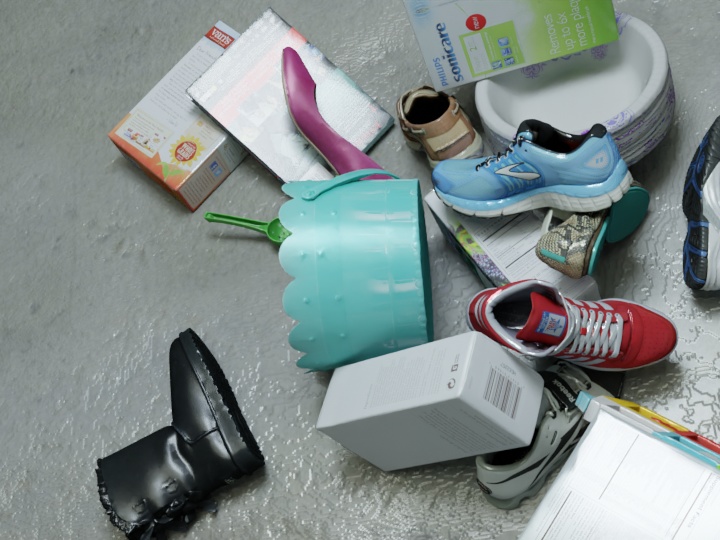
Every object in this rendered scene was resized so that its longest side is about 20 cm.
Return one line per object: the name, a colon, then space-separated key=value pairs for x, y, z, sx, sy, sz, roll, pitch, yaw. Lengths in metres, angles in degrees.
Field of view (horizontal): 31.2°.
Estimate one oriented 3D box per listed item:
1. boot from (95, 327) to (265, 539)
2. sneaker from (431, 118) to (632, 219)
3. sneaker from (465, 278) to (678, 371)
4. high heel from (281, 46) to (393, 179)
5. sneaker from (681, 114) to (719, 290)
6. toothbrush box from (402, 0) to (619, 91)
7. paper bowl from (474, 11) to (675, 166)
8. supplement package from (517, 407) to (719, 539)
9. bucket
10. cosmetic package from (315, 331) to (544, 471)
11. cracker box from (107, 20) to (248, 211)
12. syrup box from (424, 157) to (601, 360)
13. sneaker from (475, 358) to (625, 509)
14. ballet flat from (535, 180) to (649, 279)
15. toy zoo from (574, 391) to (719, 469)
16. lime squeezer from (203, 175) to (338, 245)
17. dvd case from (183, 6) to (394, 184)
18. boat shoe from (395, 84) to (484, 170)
boot: x=-0.202 y=0.174 z=1.342 sx=0.162 sy=0.073 sz=0.199 roll=-32 pitch=58 yaw=4
sneaker: x=0.159 y=-0.108 z=1.244 sx=0.199 sy=0.090 sz=0.078 roll=-4 pitch=32 yaw=29
sneaker: x=0.198 y=0.052 z=1.171 sx=0.199 sy=0.112 sz=0.072 roll=7 pitch=86 yaw=1
high heel: x=-0.024 y=-0.160 z=1.423 sx=0.096 sy=0.067 sz=0.201 roll=-17 pitch=85 yaw=5
sneaker: x=0.367 y=-0.064 z=1.284 sx=0.077 sy=0.076 sz=0.201 roll=11 pitch=65 yaw=-1
toothbrush box: x=0.148 y=-0.285 z=1.309 sx=0.199 sy=0.146 sz=0.086 roll=-13 pitch=47 yaw=12
paper bowl: x=0.227 y=-0.170 z=1.346 sx=0.200 sy=0.105 sz=0.201 roll=-12 pitch=46 yaw=13
supplement package: x=0.261 y=0.249 z=1.067 sx=0.200 sy=0.191 sz=0.147 roll=27 pitch=75 yaw=30
bucket: x=0.000 y=0.000 z=1.292 sx=0.134 sy=0.207 sz=0.208 roll=-4 pitch=61 yaw=5
cosmetic package: x=0.062 y=0.125 z=1.204 sx=0.200 sy=0.102 sz=0.074 roll=-17 pitch=46 yaw=46
cracker box: x=-0.183 y=-0.186 z=1.536 sx=0.134 sy=0.058 sz=0.200 roll=38 pitch=80 yaw=30
syrup box: x=0.156 y=-0.015 z=1.314 sx=0.081 sy=0.079 sz=0.200 roll=-37 pitch=57 yaw=-3
sneaker: x=0.182 y=0.132 z=1.222 sx=0.074 sy=0.089 sz=0.200 roll=31 pitch=74 yaw=31
ballet flat: x=0.222 y=-0.051 z=1.262 sx=0.075 sy=0.068 sz=0.200 roll=20 pitch=29 yaw=22
toy zoo: x=0.282 y=0.155 z=1.150 sx=0.200 sy=0.131 sz=0.021 roll=27 pitch=97 yaw=29
lime squeezer: x=-0.078 y=-0.062 z=1.416 sx=0.199 sy=0.071 sz=0.038 roll=-12 pitch=31 yaw=39
dvd case: x=-0.081 y=-0.187 z=1.477 sx=0.200 sy=0.022 sz=0.146 roll=41 pitch=80 yaw=8
boat shoe: x=0.077 y=-0.168 z=1.389 sx=0.076 sy=0.072 sz=0.200 roll=-34 pitch=26 yaw=-1
